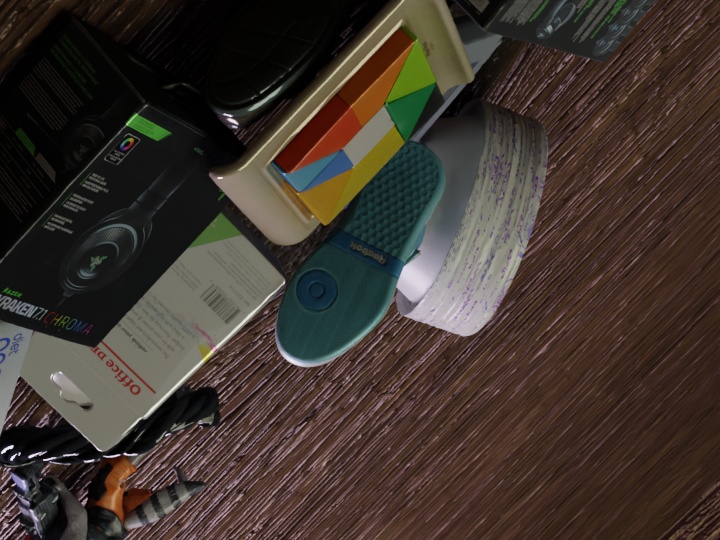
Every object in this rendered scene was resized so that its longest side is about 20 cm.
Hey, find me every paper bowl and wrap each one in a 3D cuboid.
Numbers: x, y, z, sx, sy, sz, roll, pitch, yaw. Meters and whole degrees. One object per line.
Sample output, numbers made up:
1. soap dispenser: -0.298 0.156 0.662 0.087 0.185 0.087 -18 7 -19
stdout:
1. paper bowl: 0.079 -0.052 1.587 0.104 0.202 0.201 18 130 -10

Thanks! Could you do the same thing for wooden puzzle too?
1. wooden puzzle: -0.004 -0.101 1.295 0.200 0.037 0.185 -42 162 -1

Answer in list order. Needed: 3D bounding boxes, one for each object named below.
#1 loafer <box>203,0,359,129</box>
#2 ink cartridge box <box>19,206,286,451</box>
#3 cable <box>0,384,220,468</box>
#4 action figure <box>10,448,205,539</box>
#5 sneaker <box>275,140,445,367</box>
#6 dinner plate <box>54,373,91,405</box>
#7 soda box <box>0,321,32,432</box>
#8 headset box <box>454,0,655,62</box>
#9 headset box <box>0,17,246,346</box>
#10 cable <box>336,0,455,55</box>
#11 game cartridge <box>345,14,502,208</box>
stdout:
1. loafer: -0.038 -0.169 1.272 0.201 0.071 0.063 -58 153 -25
2. ink cartridge box: -0.168 0.030 1.415 0.200 0.117 0.067 -43 -163 4
3. cable: -0.212 0.139 1.512 0.198 0.051 0.163 -12 -176 -4
4. action figure: -0.245 0.223 1.644 0.193 0.104 0.200 -45 158 -15
5. sneaker: 0.000 0.000 1.456 0.201 0.079 0.131 -55 175 -12
6. dinner plate: -0.178 0.051 1.552 0.199 0.024 0.201 -32 152 -19
7. soda box: -0.308 0.088 1.378 0.068 0.064 0.201 -17 145 -40
8. headset box: 0.112 -0.247 1.307 0.093 0.174 0.199 -51 152 22
9. headset box: -0.187 -0.061 1.263 0.200 0.093 0.174 -46 155 8
10. cable: 0.049 -0.191 1.452 0.199 0.050 0.097 -37 156 -6
11. game cartridge: 0.029 -0.125 1.459 0.200 0.041 0.133 -49 175 26
